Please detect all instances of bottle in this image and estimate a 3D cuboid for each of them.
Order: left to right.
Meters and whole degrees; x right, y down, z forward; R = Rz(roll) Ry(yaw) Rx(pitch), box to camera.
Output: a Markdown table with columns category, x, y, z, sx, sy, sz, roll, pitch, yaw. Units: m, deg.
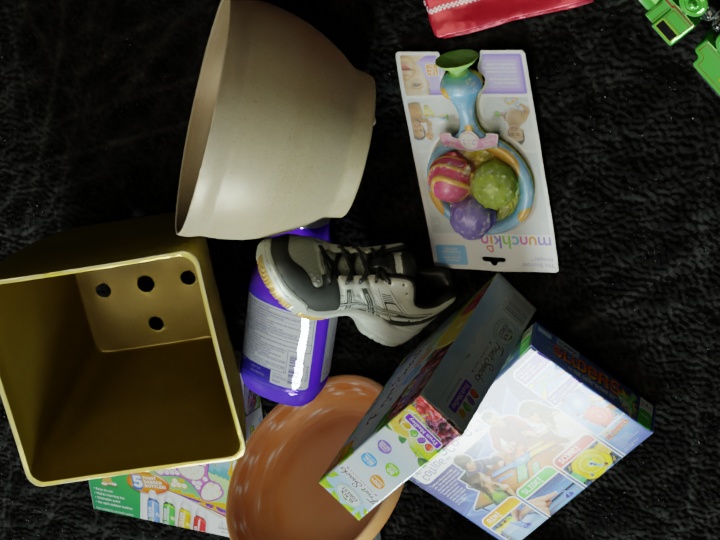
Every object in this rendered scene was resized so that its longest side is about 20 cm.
| category | x | y | z | sx | sy | sz | roll | pitch | yaw |
| --- | --- | --- | --- | --- | --- | --- | --- | --- | --- |
| bottle | -0.060 | 0.023 | 1.470 | 0.083 | 0.065 | 0.201 | 19 | 124 | 17 |

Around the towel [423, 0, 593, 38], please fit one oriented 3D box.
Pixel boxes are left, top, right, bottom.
| category | x | y | z | sx | sy | sz | roll | pitch | yaw |
| --- | --- | --- | --- | --- | --- | --- | --- | --- | --- |
| towel | 0.090 | -0.283 | 1.250 | 0.144 | 0.022 | 0.201 | -7 | 113 | 29 |

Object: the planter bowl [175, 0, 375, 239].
| category | x | y | z | sx | sy | sz | roll | pitch | yaw |
| --- | --- | --- | --- | --- | --- | --- | --- | --- | --- |
| planter bowl | -0.065 | -0.113 | 1.335 | 0.134 | 0.201 | 0.201 | 12 | 126 | -12 |

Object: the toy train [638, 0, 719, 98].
| category | x | y | z | sx | sy | sz | roll | pitch | yaw |
| --- | --- | --- | --- | --- | --- | --- | --- | --- | --- |
| toy train | 0.233 | -0.202 | 1.215 | 0.200 | 0.042 | 0.056 | 47 | 137 | -4 |

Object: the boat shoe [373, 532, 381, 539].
| category | x | y | z | sx | sy | sz | roll | pitch | yaw |
| --- | --- | --- | --- | --- | --- | --- | --- | --- | --- |
| boat shoe | -0.019 | 0.254 | 1.577 | 0.063 | 0.071 | 0.201 | 5 | 121 | 23 |

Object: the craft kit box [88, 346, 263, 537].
| category | x | y | z | sx | sy | sz | roll | pitch | yaw |
| --- | --- | --- | --- | --- | --- | --- | --- | --- | --- |
| craft kit box | -0.186 | 0.162 | 1.627 | 0.198 | 0.049 | 0.199 | 7 | 117 | 23 |

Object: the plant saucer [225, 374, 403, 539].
| category | x | y | z | sx | sy | sz | roll | pitch | yaw |
| --- | --- | --- | --- | --- | --- | --- | --- | --- | --- |
| plant saucer | -0.034 | 0.190 | 1.487 | 0.199 | 0.201 | 0.037 | -16 | 139 | 32 |

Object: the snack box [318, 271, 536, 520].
| category | x | y | z | sx | sy | sz | roll | pitch | yaw |
| --- | --- | --- | --- | --- | --- | --- | --- | --- | --- |
| snack box | 0.059 | 0.102 | 1.371 | 0.053 | 0.200 | 0.142 | 42 | 127 | -2 |

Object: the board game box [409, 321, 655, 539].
| category | x | y | z | sx | sy | sz | roll | pitch | yaw |
| --- | --- | --- | --- | --- | --- | --- | --- | --- | --- |
| board game box | 0.142 | 0.148 | 1.439 | 0.135 | 0.035 | 0.200 | 35 | 127 | -12 |

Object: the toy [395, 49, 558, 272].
| category | x | y | z | sx | sy | sz | roll | pitch | yaw |
| --- | --- | --- | --- | --- | --- | --- | --- | --- | --- |
| toy | 0.090 | -0.081 | 1.348 | 0.114 | 0.047 | 0.201 | 3 | 118 | 27 |

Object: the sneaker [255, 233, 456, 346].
| category | x | y | z | sx | sy | sz | roll | pitch | yaw |
| --- | --- | --- | --- | --- | --- | --- | --- | --- | --- |
| sneaker | 0.000 | 0.000 | 1.377 | 0.087 | 0.199 | 0.076 | -32 | 58 | 31 |

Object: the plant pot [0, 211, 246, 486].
| category | x | y | z | sx | sy | sz | roll | pitch | yaw |
| --- | --- | --- | --- | --- | --- | --- | --- | --- | --- |
| plant pot | -0.207 | 0.049 | 1.469 | 0.198 | 0.177 | 0.201 | -9 | 115 | 8 |
